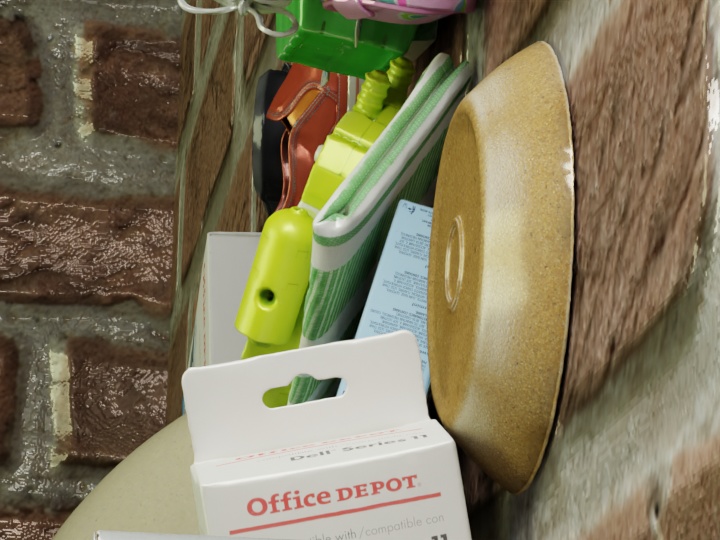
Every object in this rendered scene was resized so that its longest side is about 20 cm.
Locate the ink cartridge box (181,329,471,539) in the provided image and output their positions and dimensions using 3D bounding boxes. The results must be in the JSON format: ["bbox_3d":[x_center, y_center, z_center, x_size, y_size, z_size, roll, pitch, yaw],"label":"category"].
[{"bbox_3d":[-0.009,0.136,1.306,0.067,0.116,0.201,-140,40,-82],"label":"ink cartridge box"}]

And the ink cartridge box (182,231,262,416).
[{"bbox_3d":[-0.077,0.091,2.108,0.201,0.085,0.147,100,170,-50],"label":"ink cartridge box"}]

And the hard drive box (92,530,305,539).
[{"bbox_3d":[-0.009,0.179,1.125,0.077,0.198,0.156,-94,10,-46],"label":"hard drive box"}]

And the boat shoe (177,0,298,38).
[{"bbox_3d":[-0.052,-0.159,1.504,0.202,0.074,0.087,161,108,-71],"label":"boat shoe"}]

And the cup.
[{"bbox_3d":[-0.056,0.147,1.641,0.144,0.199,0.201,-60,16,18],"label":"cup"}]

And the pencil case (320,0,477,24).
[{"bbox_3d":[0.023,-0.224,1.484,0.087,0.087,0.202,-147,60,-81],"label":"pencil case"}]

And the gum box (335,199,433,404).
[{"bbox_3d":[0.002,0.096,1.467,0.170,0.044,0.201,104,-176,-54],"label":"gum box"}]

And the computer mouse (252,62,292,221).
[{"bbox_3d":[-0.041,-0.089,2.070,0.200,0.052,0.140,62,-149,-84],"label":"computer mouse"}]

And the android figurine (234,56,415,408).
[{"bbox_3d":[-0.013,-0.017,1.583,0.201,0.041,0.182,-71,-12,20],"label":"android figurine"}]

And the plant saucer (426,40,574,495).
[{"bbox_3d":[0.057,-0.002,1.322,0.200,0.035,0.202,-177,90,-82],"label":"plant saucer"}]

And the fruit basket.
[{"bbox_3d":[0.015,-0.207,1.629,0.185,0.093,0.201,145,144,-80],"label":"fruit basket"}]

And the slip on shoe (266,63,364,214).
[{"bbox_3d":[-0.029,-0.108,1.923,0.074,0.061,0.202,-145,60,-83],"label":"slip on shoe"}]

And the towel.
[{"bbox_3d":[0.000,0.000,1.529,0.153,0.023,0.201,-55,-13,-40],"label":"towel"}]
